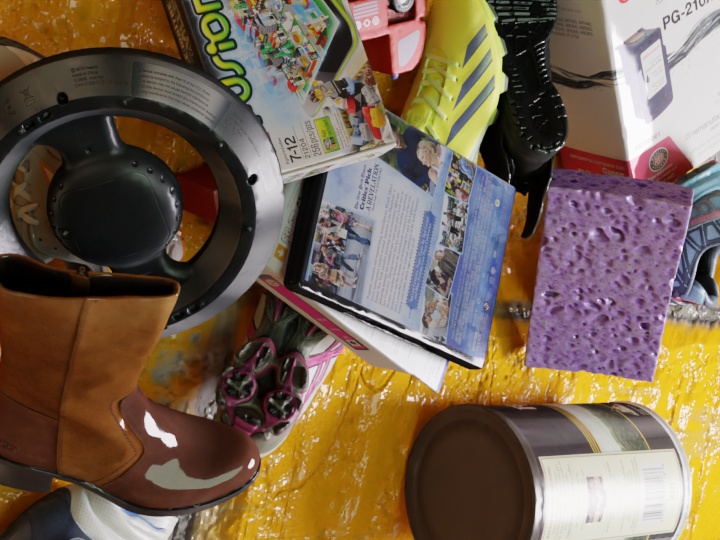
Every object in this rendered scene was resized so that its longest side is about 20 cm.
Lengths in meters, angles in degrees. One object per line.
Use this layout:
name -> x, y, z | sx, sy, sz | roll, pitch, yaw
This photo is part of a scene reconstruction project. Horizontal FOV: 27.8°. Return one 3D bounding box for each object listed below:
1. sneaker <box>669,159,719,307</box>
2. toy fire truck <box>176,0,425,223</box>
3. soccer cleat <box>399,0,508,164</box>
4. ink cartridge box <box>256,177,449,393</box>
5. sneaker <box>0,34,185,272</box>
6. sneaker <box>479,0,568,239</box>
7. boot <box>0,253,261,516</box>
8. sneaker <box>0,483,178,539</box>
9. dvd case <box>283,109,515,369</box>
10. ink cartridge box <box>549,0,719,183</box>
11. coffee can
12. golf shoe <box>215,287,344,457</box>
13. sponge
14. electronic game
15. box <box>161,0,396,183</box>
sneaker -> 0.250, 0.004, 1.218 | 0.079, 0.096, 0.200 | -24, 159, -50
toy fire truck -> -0.036, -0.120, 1.013 | 0.200, 0.049, 0.141 | -20, 117, -35
soccer cleat -> 0.056, -0.112, 1.074 | 0.084, 0.065, 0.200 | -11, 118, -36
ink cartridge box -> 0.000, 0.000, 1.006 | 0.200, 0.037, 0.095 | 38, 63, -37
sneaker -> -0.189, -0.052, 0.894 | 0.092, 0.076, 0.200 | -42, 126, -15
sneaker -> 0.118, -0.132, 1.128 | 0.060, 0.104, 0.200 | -2, 71, -12
boot -> -0.136, 0.065, 0.892 | 0.188, 0.069, 0.200 | 13, 136, -9
sneaker -> -0.171, 0.234, 0.999 | 0.146, 0.081, 0.200 | -35, 119, -21
dvd case -> 0.033, -0.025, 1.006 | 0.200, 0.018, 0.143 | 26, 70, -44
ink cartridge box -> 0.228, -0.176, 1.192 | 0.145, 0.084, 0.200 | -33, 124, -28
coffee can -> 0.158, 0.183, 1.216 | 0.200, 0.146, 0.146 | 4, 103, -41
golf shoe -> -0.048, 0.046, 1.059 | 0.200, 0.073, 0.092 | -58, 175, -24
sponge -> 0.197, 0.009, 1.181 | 0.030, 0.111, 0.200 | -73, 169, -47
electronic game -> -0.144, -0.039, 0.858 | 0.200, 0.042, 0.200 | -4, 125, -6
box -> -0.061, -0.155, 0.917 | 0.110, 0.035, 0.200 | -18, 88, -23
